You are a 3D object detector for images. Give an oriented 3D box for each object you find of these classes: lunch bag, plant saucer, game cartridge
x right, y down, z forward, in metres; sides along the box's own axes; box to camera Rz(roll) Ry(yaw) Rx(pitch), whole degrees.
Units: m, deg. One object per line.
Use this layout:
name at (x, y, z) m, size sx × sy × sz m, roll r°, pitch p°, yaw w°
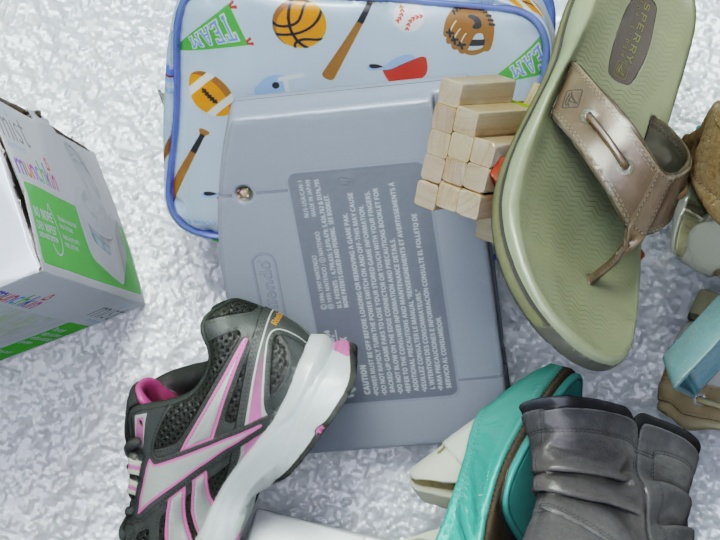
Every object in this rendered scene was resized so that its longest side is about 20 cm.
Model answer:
lunch bag at (-0.005, -0.079, 1.006) m, size 0.199 × 0.076 × 0.161 m, roll 6°, pitch 120°, yaw 2°
plant saucer at (0.213, -0.021, 0.941) m, size 0.019 × 0.070 × 0.200 m, roll 45°, pitch 96°, yaw 17°
game cartridge at (0.000, 0.000, 0.994) m, size 0.133 × 0.041 × 0.201 m, roll -6°, pitch 122°, yaw 4°

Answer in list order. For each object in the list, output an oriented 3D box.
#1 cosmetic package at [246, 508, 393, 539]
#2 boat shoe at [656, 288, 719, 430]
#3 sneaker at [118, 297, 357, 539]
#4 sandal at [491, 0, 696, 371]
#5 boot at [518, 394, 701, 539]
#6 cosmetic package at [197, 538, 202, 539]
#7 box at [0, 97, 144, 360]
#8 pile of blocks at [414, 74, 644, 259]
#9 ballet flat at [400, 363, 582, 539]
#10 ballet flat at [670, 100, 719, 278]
cosmetic package at (-0.004, 0.230, 0.982) m, size 0.150 × 0.052 × 0.201 m, roll 12°, pitch 64°, yaw 11°
boat shoe at (0.241, 0.083, 0.989) m, size 0.199 × 0.075 × 0.069 m, roll 27°, pitch 89°, yaw 20°
sneaker at (-0.085, 0.093, 1.004) m, size 0.086 × 0.080 × 0.200 m, roll 34°, pitch 107°, yaw -4°
sandal at (0.110, -0.056, 0.871) m, size 0.080 × 0.057 × 0.202 m, roll 26°, pitch 67°, yaw -29°
boot at (0.151, 0.141, 0.964) m, size 0.070 × 0.200 × 0.132 m, roll -16°, pitch 53°, yaw 43°
cosmetic package at (-0.021, 0.217, 0.891) m, size 0.199 × 0.085 × 0.108 m, roll 28°, pitch 110°, yaw 16°
box at (-0.220, -0.004, 0.995) m, size 0.176 × 0.200 × 0.097 m, roll -20°, pitch 82°, yaw 4°
pile of blocks at (0.099, -0.034, 0.950) m, size 0.062 × 0.200 × 0.082 m, roll 22°, pitch 83°, yaw 32°
ballet flat at (0.049, 0.124, 0.973) m, size 0.070 × 0.067 × 0.201 m, roll 9°, pitch 59°, yaw 22°
ballet flat at (0.174, -0.033, 0.943) m, size 0.068 × 0.200 × 0.073 m, roll 26°, pitch 90°, yaw 6°
